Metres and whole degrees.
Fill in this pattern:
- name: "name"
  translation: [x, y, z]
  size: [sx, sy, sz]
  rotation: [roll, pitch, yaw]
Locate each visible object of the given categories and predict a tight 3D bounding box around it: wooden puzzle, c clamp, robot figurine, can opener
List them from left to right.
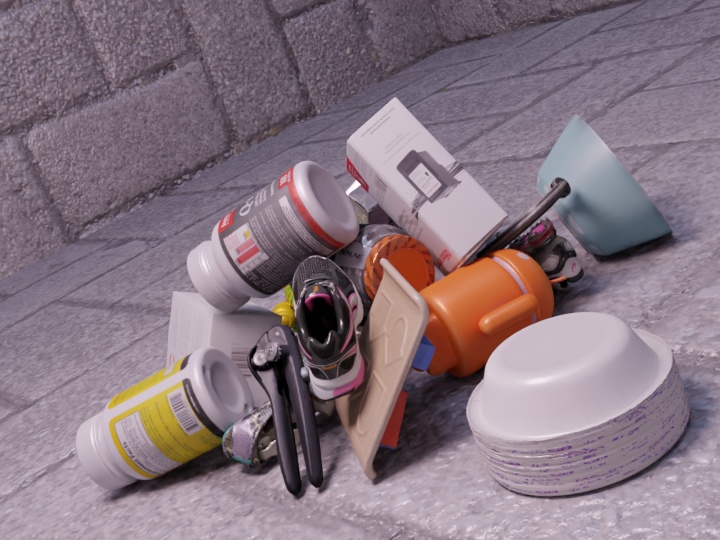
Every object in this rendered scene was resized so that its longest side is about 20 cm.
- name: "can opener"
  translation: [-0.074, 0.148, 1.150]
  size: [0.063, 0.079, 0.200]
  rotation: [-33, 52, 20]
- name: "wooden puzzle"
  translation: [0.030, 0.103, 1.136]
  size: [0.046, 0.200, 0.185]
  rotation: [14, 10, -13]
- name: "robot figurine"
  translation: [0.141, 0.048, 1.232]
  size: [0.200, 0.117, 0.144]
  rotation: [-28, -27, -17]
- name: "c clamp"
  translation: [0.198, -0.059, 1.325]
  size: [0.171, 0.027, 0.200]
  rotation: [-37, -4, -42]

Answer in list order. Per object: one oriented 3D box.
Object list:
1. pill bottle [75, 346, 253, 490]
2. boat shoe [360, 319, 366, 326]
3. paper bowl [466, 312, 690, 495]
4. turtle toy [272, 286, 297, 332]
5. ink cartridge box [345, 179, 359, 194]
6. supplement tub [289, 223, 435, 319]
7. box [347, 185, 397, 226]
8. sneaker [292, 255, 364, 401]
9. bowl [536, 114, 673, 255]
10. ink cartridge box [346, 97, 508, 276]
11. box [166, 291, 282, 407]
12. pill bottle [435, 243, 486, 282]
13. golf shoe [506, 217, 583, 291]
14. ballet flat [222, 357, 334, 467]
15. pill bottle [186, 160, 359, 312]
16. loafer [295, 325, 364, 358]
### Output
- name: "pill bottle"
  translation: [-0.239, 0.184, 1.274]
  size: [0.200, 0.114, 0.114]
  rotation: [-29, 14, 18]
- name: "boat shoe"
  translation: [0.037, 0.046, 1.455]
  size: [0.074, 0.066, 0.200]
  rotation: [-19, 27, 33]
- name: "paper bowl"
  translation: [0.196, 0.112, 0.982]
  size: [0.201, 0.104, 0.201]
  rotation: [-19, 17, 6]
- name: "turtle toy"
  translation: [-0.050, 0.013, 1.547]
  size: [0.200, 0.101, 0.146]
  rotation: [-62, 3, 21]
- name: "ink cartridge box"
  translation: [0.003, -0.073, 1.692]
  size: [0.200, 0.043, 0.198]
  rotation: [-46, -23, 5]
- name: "supplement tub"
  translation: [0.000, 0.000, 1.352]
  size: [0.123, 0.123, 0.200]
  rotation: [-31, 18, -27]
- name: "box"
  translation: [0.053, -0.087, 1.634]
  size: [0.158, 0.200, 0.048]
  rotation: [-38, 63, -23]
- name: "sneaker"
  translation: [-0.037, 0.042, 1.157]
  size: [0.080, 0.086, 0.200]
  rotation: [-18, 41, -1]
- name: "bowl"
  translation: [0.309, -0.098, 1.391]
  size: [0.105, 0.201, 0.201]
  rotation: [-39, 13, 12]
- name: "ink cartridge box"
  translation: [0.078, -0.096, 1.292]
  size: [0.083, 0.200, 0.145]
  rotation: [-43, -5, -7]
- name: "box"
  translation: [-0.190, 0.104, 1.423]
  size: [0.097, 0.124, 0.200]
  rotation: [4, 6, -25]
- name: "pill bottle"
  translation: [0.124, -0.043, 1.543]
  size: [0.112, 0.113, 0.200]
  rotation: [-21, 16, 5]
- name: "golf shoe"
  translation: [0.223, -0.001, 1.364]
  size: [0.073, 0.092, 0.200]
  rotation: [-42, -1, -12]
- name: "ballet flat"
  translation: [-0.071, 0.163, 1.235]
  size: [0.200, 0.072, 0.072]
  rotation: [-41, 23, -28]
- name: "pill bottle"
  translation: [-0.110, -0.037, 1.293]
  size: [0.200, 0.116, 0.116]
  rotation: [-33, 12, 21]
- name: "loafer"
  translation: [-0.027, 0.096, 1.356]
  size: [0.200, 0.070, 0.070]
  rotation: [0, 70, 41]
